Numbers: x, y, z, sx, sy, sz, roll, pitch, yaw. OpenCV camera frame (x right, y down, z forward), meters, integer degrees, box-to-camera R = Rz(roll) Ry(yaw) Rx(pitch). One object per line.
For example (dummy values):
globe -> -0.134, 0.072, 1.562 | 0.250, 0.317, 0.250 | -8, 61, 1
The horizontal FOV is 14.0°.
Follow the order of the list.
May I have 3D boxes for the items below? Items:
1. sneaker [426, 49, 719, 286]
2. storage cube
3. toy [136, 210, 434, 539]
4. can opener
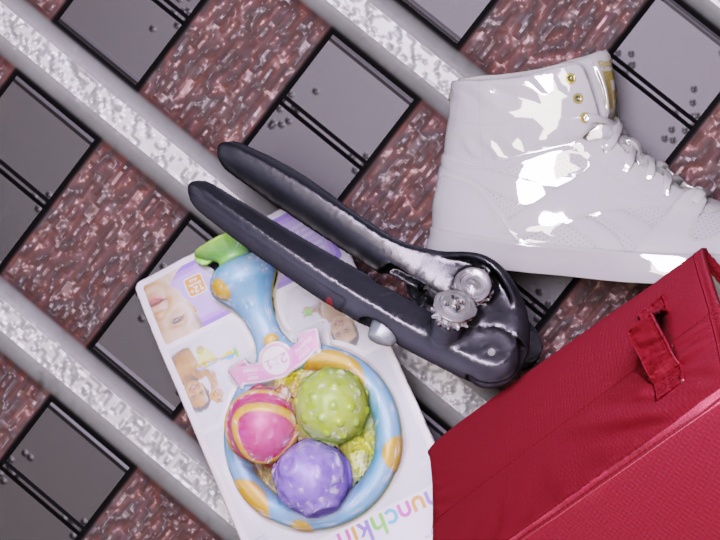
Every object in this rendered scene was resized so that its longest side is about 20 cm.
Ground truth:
sneaker -> 0.135, -0.053, 1.499 | 0.199, 0.074, 0.116 | 6, 94, 12
storage cube -> 0.151, 0.129, 1.416 | 0.179, 0.171, 0.200 | -37, 107, 14
toy -> -0.036, 0.070, 1.522 | 0.115, 0.047, 0.201 | -26, 75, 12
can opener -> 0.000, 0.000, 1.488 | 0.199, 0.079, 0.064 | 28, 62, 8
